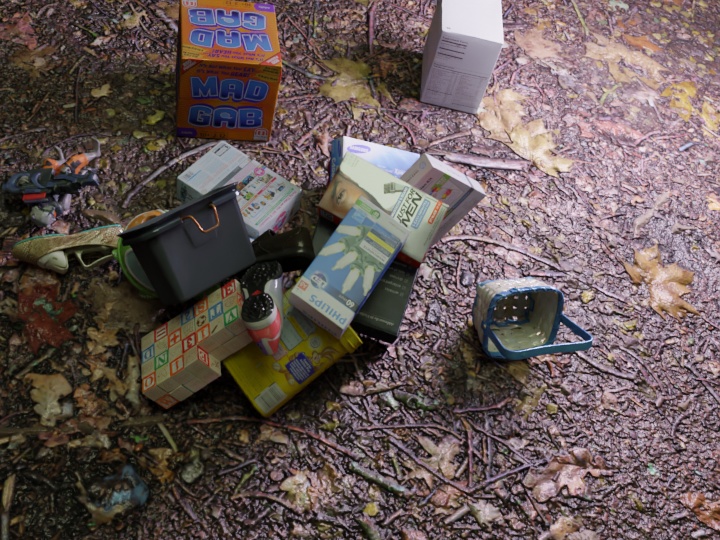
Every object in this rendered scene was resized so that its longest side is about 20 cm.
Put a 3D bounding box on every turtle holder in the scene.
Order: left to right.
[{"bbox_3d":[-0.331,-0.015,1.515,0.139,0.131,0.188,-19,86,-35],"label":"turtle holder"}]

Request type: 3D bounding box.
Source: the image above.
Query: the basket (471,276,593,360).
[{"bbox_3d":[0.300,0.096,1.592,0.173,0.142,0.200,-3,22,-17],"label":"basket"}]

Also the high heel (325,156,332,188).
[{"bbox_3d":[0.024,-0.212,1.810,0.196,0.097,0.068,-3,51,-18],"label":"high heel"}]

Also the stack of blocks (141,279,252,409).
[{"bbox_3d":[-0.254,0.117,1.401,0.198,0.059,0.116,-32,43,15],"label":"stack of blocks"}]

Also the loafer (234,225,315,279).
[{"bbox_3d":[-0.156,-0.031,1.525,0.197,0.073,0.073,-9,61,31],"label":"loafer"}]

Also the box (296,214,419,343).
[{"bbox_3d":[0.000,0.000,1.562,0.197,0.124,0.200,19,77,1],"label":"box"}]

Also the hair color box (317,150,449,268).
[{"bbox_3d":[0.038,-0.102,1.491,0.198,0.064,0.112,28,81,4],"label":"hair color box"}]

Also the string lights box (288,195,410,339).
[{"bbox_3d":[-0.017,-0.006,1.392,0.102,0.059,0.201,34,68,3],"label":"string lights box"}]

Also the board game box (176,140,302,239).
[{"bbox_3d":[-0.235,-0.147,1.708,0.198,0.065,0.148,32,51,13],"label":"board game box"}]

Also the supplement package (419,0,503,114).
[{"bbox_3d":[0.232,-0.514,2.048,0.144,0.202,0.194,11,50,-6],"label":"supplement package"}]

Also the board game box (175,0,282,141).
[{"bbox_3d":[-0.279,-0.414,1.824,0.196,0.201,0.203,1,51,-15],"label":"board game box"}]

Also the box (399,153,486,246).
[{"bbox_3d":[0.130,-0.130,1.676,0.199,0.156,0.042,19,34,-50],"label":"box"}]

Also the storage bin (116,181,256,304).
[{"bbox_3d":[-0.261,-0.040,1.413,0.199,0.145,0.136,-32,104,-34],"label":"storage bin"}]

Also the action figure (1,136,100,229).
[{"bbox_3d":[-0.534,-0.154,1.608,0.196,0.105,0.196,4,51,21],"label":"action figure"}]

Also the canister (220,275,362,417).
[{"bbox_3d":[-0.118,0.122,1.438,0.199,0.087,0.149,-38,81,-1],"label":"canister"}]

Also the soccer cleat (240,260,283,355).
[{"bbox_3d":[-0.149,0.053,1.380,0.067,0.074,0.201,-14,28,3],"label":"soccer cleat"}]

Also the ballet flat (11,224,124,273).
[{"bbox_3d":[-0.502,-0.032,1.540,0.197,0.071,0.066,-13,70,-20],"label":"ballet flat"}]

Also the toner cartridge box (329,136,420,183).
[{"bbox_3d":[0.031,-0.201,1.769,0.197,0.043,0.097,7,81,-36],"label":"toner cartridge box"}]

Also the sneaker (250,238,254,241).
[{"bbox_3d":[-0.244,-0.037,1.620,0.197,0.073,0.073,19,19,7],"label":"sneaker"}]
